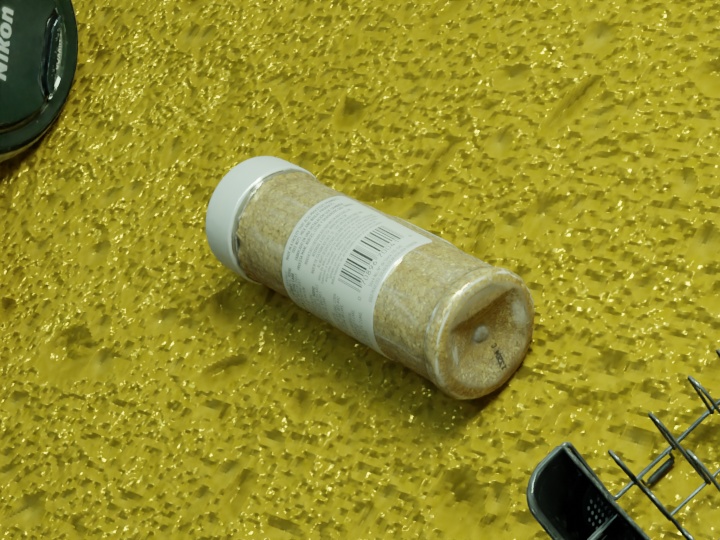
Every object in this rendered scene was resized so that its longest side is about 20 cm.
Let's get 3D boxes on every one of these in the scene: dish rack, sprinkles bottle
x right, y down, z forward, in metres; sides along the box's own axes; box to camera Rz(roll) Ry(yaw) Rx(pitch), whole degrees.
[{"bbox_3d":[0.183,0.078,0.712,0.200,0.055,0.153,-43,43,0],"label":"dish rack"},{"bbox_3d":[0.000,0.000,0.903,0.068,0.068,0.200,-52,43,-9],"label":"sprinkles bottle"}]

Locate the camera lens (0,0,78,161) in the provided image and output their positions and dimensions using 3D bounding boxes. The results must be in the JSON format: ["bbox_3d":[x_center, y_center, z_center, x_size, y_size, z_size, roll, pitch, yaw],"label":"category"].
[{"bbox_3d":[-0.304,-0.157,1.189,0.199,0.160,0.160,8,62,40],"label":"camera lens"}]
